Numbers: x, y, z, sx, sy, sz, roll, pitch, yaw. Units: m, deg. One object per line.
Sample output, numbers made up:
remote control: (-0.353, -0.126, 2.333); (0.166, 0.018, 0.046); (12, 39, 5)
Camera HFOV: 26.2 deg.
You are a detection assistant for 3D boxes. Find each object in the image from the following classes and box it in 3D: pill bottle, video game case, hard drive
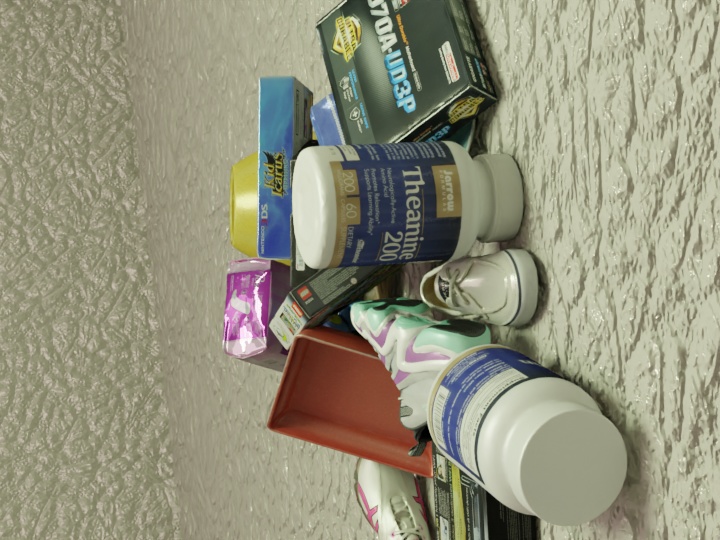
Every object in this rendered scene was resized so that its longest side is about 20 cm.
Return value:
pill bottle: (0.044, -0.062, 1.425); (0.111, 0.198, 0.112); (176, 90, -74)
pill bottle: (0.138, 0.137, 1.295); (0.200, 0.115, 0.117); (-148, 56, -70)
video game case: (-0.086, -0.114, 1.775); (0.181, 0.045, 0.202); (-11, -78, -85)
hard drive: (-0.050, -0.067, 1.729); (0.200, 0.037, 0.141); (-71, -18, -79)

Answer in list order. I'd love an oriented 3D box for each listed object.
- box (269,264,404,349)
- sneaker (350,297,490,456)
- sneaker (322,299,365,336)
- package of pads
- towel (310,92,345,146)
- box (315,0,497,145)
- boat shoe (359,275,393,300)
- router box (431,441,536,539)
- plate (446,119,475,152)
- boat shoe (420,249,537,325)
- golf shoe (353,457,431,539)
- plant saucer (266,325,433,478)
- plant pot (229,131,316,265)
box: (0.000, 0.000, 1.611); (0.035, 0.199, 0.110); (52, 157, 7)
sneaker: (0.049, 0.106, 1.478); (0.200, 0.077, 0.141); (21, 113, 60)
sneaker: (-0.035, 0.076, 1.733); (0.199, 0.070, 0.084); (160, 105, -71)
package of pads: (-0.085, 0.064, 1.888); (0.075, 0.200, 0.122); (-6, 74, 30)
towel: (0.031, -0.169, 1.576); (0.200, 0.024, 0.146); (-39, 48, 28)
box: (0.041, -0.207, 1.537); (0.158, 0.046, 0.201); (-34, 53, 30)
boat shoe: (0.002, 0.064, 1.796); (0.064, 0.071, 0.202); (0, -92, -68)
router box: (0.119, 0.243, 1.495); (0.157, 0.052, 0.202); (-172, 79, -74)
plate: (0.047, -0.116, 1.574); (0.199, 0.025, 0.202); (-27, 50, 37)
boat shoe: (0.106, 0.017, 1.460); (0.200, 0.069, 0.072); (-177, 84, -74)
golf shoe: (0.049, 0.287, 1.728); (0.092, 0.072, 0.202); (-11, 92, 68)
plant saucer: (0.013, 0.134, 1.629); (0.200, 0.198, 0.037); (110, 175, -53)
plant pot: (-0.093, -0.081, 1.952); (0.200, 0.140, 0.202); (-179, 90, -81)
